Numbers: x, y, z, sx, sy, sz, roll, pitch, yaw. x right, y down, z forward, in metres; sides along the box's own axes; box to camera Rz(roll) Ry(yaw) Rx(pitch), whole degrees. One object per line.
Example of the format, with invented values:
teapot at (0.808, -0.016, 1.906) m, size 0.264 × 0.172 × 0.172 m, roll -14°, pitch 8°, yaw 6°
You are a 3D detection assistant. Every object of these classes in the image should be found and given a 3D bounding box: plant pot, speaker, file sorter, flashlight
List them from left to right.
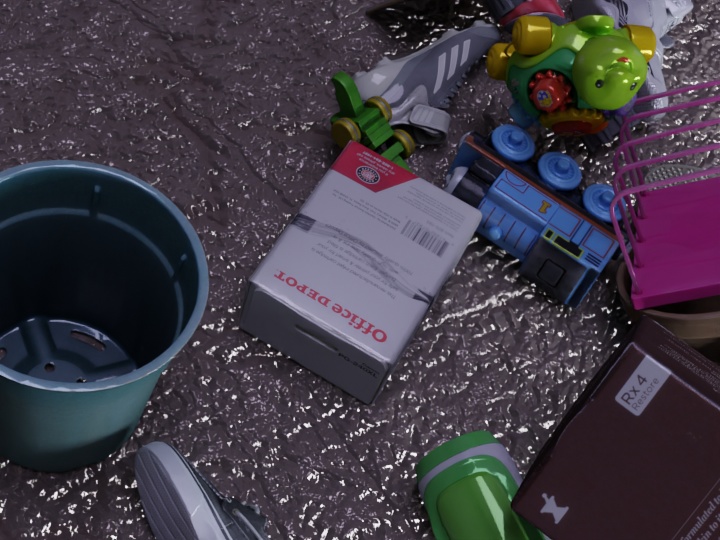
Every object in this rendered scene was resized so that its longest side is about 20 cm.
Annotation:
plant pot at (-0.232, 0.051, 1.086) m, size 0.200 × 0.196 × 0.201 m, roll 7°, pitch 56°, yaw -11°
speaker at (0.119, 0.236, 1.138) m, size 0.088 × 0.089 × 0.200 m, roll -14°, pitch 63°, yaw -24°
flashlight at (0.207, -0.219, 1.452) m, size 0.068 × 0.068 × 0.200 m, roll -32°, pitch 92°, yaw -48°
file sorter at (0.313, -0.080, 1.296) m, size 0.139 × 0.126 × 0.200 m, roll -12°, pitch 29°, yaw 20°
plant pot at (0.353, 0.023, 1.319) m, size 0.200 × 0.093 × 0.201 m, roll -18°, pitch 27°, yaw 9°

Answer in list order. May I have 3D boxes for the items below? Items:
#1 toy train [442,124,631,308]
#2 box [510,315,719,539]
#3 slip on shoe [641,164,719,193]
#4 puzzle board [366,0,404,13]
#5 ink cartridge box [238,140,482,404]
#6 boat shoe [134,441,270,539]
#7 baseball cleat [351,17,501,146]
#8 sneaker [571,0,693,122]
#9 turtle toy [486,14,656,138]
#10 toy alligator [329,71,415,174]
toy train at (0.168, -0.058, 1.345) m, size 0.200 × 0.087 × 0.114 m, roll 34°, pitch 52°, yaw 7°
box at (0.245, 0.156, 1.128) m, size 0.164 × 0.166 × 0.200 m, roll 37°, pitch 13°, yaw 8°
slip on shoe at (0.383, -0.050, 1.427) m, size 0.200 × 0.061 × 0.074 m, roll 23°, pitch 89°, yaw 13°
puzzle board at (0.122, -0.316, 1.476) m, size 0.200 × 0.151 × 0.017 m, roll -21°, pitch 100°, yaw -27°
ink cartridge box at (0.000, 0.000, 1.259) m, size 0.145 × 0.083 × 0.200 m, roll 30°, pitch 55°, yaw 5°
boat shoe at (-0.106, 0.217, 1.101) m, size 0.071 × 0.072 × 0.200 m, roll -27°, pitch 78°, yaw -39°
baseball cleat at (0.080, -0.188, 1.431) m, size 0.200 × 0.070 × 0.107 m, roll -27°, pitch 84°, yaw -27°
sneaker at (0.320, -0.252, 1.527) m, size 0.115 × 0.075 × 0.200 m, roll -9°, pitch 57°, yaw -19°
turtle toy at (0.210, -0.186, 1.329) m, size 0.145 × 0.200 × 0.101 m, roll 2°, pitch 79°, yaw -13°
toy alligator at (0.022, -0.101, 1.352) m, size 0.059 × 0.054 × 0.200 m, roll -40°, pitch 100°, yaw -33°
